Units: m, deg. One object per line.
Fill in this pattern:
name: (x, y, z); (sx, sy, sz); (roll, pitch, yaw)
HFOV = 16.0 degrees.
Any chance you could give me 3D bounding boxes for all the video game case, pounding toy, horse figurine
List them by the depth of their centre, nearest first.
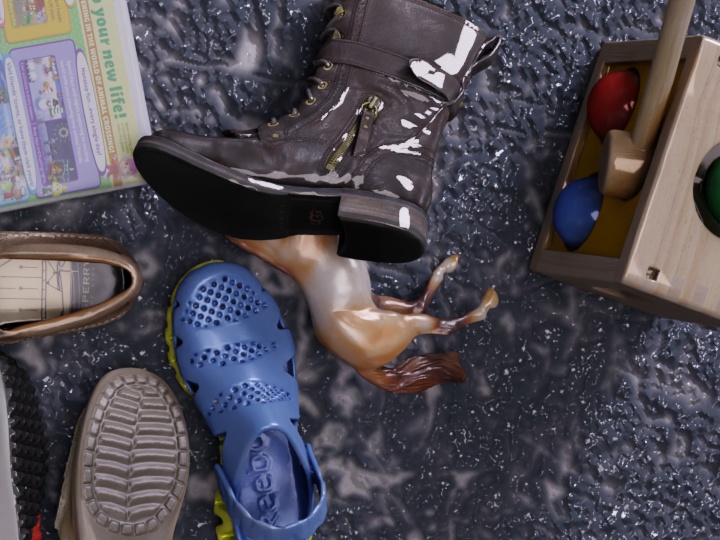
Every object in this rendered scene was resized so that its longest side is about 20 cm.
video game case: (-0.226, -0.134, 1.525); (0.182, 0.022, 0.200); (-12, 94, -16)
pounding toy: (0.191, -0.073, 1.566); (0.142, 0.200, 0.184); (19, 87, -17)
horse figurine: (0.000, 0.000, 1.591); (0.133, 0.050, 0.200); (-32, 99, -19)

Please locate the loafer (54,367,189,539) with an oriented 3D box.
loafer: (-0.151, 0.158, 1.545); (0.076, 0.068, 0.200); (12, 73, -28)

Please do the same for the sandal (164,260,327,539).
sandal: (-0.062, 0.090, 1.558); (0.079, 0.087, 0.200); (-18, 97, -14)

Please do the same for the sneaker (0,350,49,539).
sneaker: (-0.235, 0.148, 1.515); (0.093, 0.070, 0.200); (-6, 83, 9)

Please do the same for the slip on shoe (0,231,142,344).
slip on shoe: (-0.227, 0.014, 1.514); (0.200, 0.061, 0.076); (-2, 94, -17)

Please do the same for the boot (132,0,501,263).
boot: (-0.025, -0.102, 1.557); (0.200, 0.069, 0.174); (15, 63, -4)
